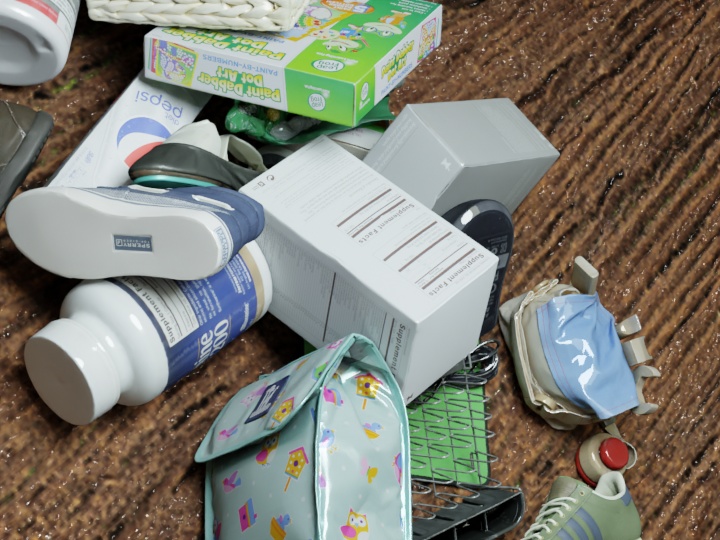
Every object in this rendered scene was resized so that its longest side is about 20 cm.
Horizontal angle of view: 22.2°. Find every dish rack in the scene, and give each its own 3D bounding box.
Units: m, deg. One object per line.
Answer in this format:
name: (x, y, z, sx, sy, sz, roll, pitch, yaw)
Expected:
dish rack: (0.060, 0.148, 1.594, 0.153, 0.054, 0.202, -20, 106, -37)

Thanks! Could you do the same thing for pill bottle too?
pill bottle: (-0.174, 0.040, 1.497, 0.200, 0.111, 0.111, -37, 91, -38)
pill bottle: (-0.287, -0.270, 1.564, 0.113, 0.114, 0.202, 22, 58, -23)

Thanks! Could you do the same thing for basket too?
basket: (-0.135, -0.284, 1.559, 0.198, 0.124, 0.136, 6, 29, 11)

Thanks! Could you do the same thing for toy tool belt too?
toy tool belt: (0.218, 0.096, 1.717, 0.124, 0.123, 0.201, -20, 80, -37)

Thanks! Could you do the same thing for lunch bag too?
lunch bag: (-0.047, 0.164, 1.484, 0.121, 0.170, 0.202, 14, 61, -36)

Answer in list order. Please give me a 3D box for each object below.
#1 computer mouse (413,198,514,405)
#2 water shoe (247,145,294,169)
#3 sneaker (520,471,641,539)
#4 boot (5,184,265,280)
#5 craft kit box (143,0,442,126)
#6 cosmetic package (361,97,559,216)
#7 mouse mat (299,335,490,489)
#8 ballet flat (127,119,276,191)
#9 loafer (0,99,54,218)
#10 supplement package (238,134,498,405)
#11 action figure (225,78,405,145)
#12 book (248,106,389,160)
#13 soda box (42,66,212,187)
computer mouse: (0.079, 0.019, 1.645, 0.138, 0.202, 0.053, -10, 34, -36)
water shoe: (-0.018, -0.049, 1.680, 0.199, 0.072, 0.079, 36, 23, -9)
sneaker: (0.180, 0.233, 1.657, 0.199, 0.067, 0.091, -6, 85, -42)
boot: (-0.178, -0.035, 1.461, 0.090, 0.198, 0.073, -37, 133, -60)
craft kit box: (-0.055, -0.199, 1.589, 0.198, 0.049, 0.198, 14, 35, 18)
cosmetic package: (0.087, -0.092, 1.683, 0.090, 0.107, 0.199, 50, 26, 20)
mouse mat: (0.032, 0.111, 1.664, 0.198, 0.008, 0.162, 11, 63, -27)
ballet flat: (-0.130, -0.086, 1.555, 0.200, 0.067, 0.069, 21, 67, -59)
loafer: (-0.320, -0.063, 1.484, 0.071, 0.073, 0.201, 30, 49, -8)
supplement package: (0.000, 0.000, 1.536, 0.199, 0.114, 0.109, 37, 51, 23)
action figure: (-0.046, -0.152, 1.617, 0.118, 0.055, 0.199, 42, 41, 21)
book: (-0.042, -0.191, 1.715, 0.133, 0.048, 0.201, 18, 50, -24)
soda box: (-0.207, -0.099, 1.567, 0.063, 0.068, 0.201, 41, 52, -10)
